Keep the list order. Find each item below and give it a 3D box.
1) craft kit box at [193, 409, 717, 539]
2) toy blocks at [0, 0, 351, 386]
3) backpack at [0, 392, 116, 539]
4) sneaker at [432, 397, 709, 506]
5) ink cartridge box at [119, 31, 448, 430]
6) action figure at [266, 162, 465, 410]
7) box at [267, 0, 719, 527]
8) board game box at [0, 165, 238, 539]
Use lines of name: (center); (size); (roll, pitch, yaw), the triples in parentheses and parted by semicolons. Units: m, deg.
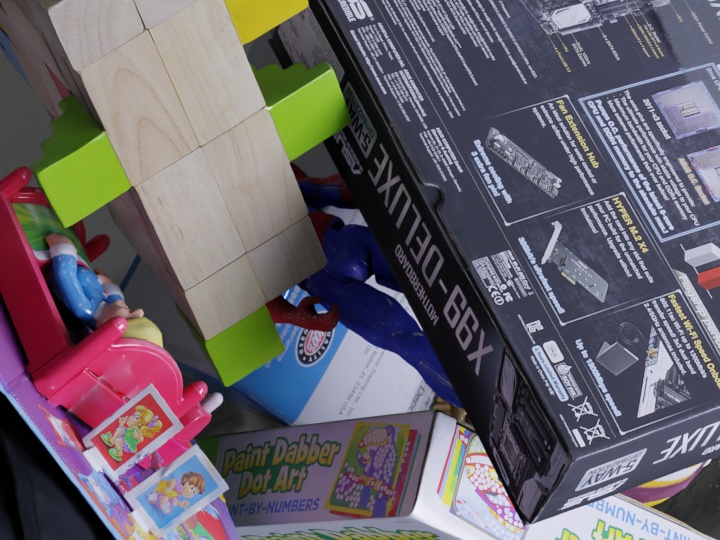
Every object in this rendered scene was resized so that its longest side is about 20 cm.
craft kit box: (0.038, 0.112, 0.880); (0.197, 0.200, 0.049); (28, 67, -29)
toy blocks: (-0.083, -0.075, 0.743); (0.100, 0.137, 0.200); (-32, 136, -11)
backpack: (-0.134, 0.118, 0.725); (0.153, 0.200, 0.176); (-42, 136, -1)
sneaker: (0.127, 0.046, 0.901); (0.090, 0.199, 0.075); (32, 40, -50)
ink cartridge box: (0.007, 0.012, 0.937); (0.200, 0.084, 0.145); (40, 74, -48)
action figure: (0.000, 0.000, 0.796); (0.066, 0.199, 0.052); (-57, 149, -14)
box: (0.082, -0.033, 0.744); (0.157, 0.200, 0.050); (-17, 155, -25)
board game box: (-0.088, 0.017, 0.749); (0.039, 0.158, 0.200); (-37, 93, 7)
